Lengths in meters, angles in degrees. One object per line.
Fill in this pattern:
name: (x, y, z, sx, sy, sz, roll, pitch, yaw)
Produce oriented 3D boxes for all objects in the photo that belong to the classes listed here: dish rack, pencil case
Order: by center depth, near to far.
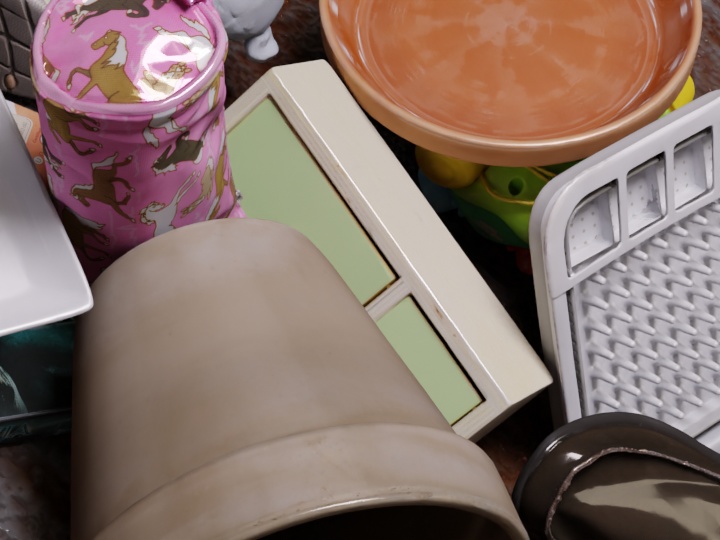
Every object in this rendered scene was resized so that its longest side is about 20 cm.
pencil case: (-0.094, -0.048, 1.013, 0.082, 0.201, 0.087, 7, 60, 6)
dish rack: (0.152, 0.012, 1.178, 0.171, 0.202, 0.043, -29, 33, -30)

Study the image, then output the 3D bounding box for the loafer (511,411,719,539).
loafer: (0.167, 0.125, 1.144, 0.199, 0.073, 0.071, 14, 20, -29)

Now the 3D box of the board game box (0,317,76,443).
board game box: (-0.140, 0.012, 1.099, 0.199, 0.028, 0.136, -8, 61, -35)

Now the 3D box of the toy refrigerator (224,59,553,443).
toy refrigerator: (0.000, 0.000, 1.134, 0.201, 0.076, 0.070, 55, 25, 7)

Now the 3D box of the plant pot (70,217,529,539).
plant pot: (-0.046, 0.080, 0.993, 0.198, 0.200, 0.175, 1, 52, -30)

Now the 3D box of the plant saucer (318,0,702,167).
plant saucer: (0.077, -0.131, 1.199, 0.198, 0.032, 0.202, 1, 52, -2)

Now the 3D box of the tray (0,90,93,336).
tray: (-0.200, -0.048, 0.994, 0.107, 0.022, 0.201, -16, 64, -25)

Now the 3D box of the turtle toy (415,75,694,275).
turtle toy: (0.114, -0.051, 1.245, 0.199, 0.101, 0.146, 35, 57, 2)

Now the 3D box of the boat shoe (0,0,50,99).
boat shoe: (-0.208, -0.163, 1.160, 0.199, 0.075, 0.074, 33, 46, -6)

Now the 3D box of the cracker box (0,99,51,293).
cracker box: (-0.242, -0.037, 1.022, 0.198, 0.058, 0.135, 21, 55, -2)

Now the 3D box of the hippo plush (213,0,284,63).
hippo plush: (-0.064, -0.186, 1.221, 0.159, 0.198, 0.162, 32, 58, -53)
